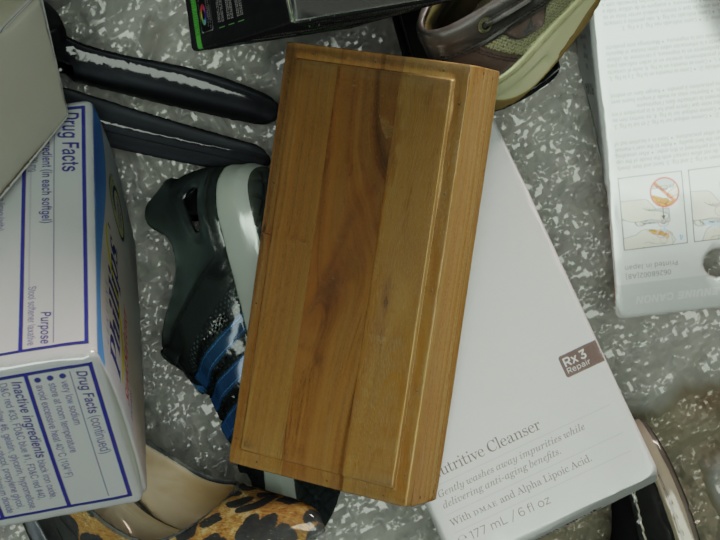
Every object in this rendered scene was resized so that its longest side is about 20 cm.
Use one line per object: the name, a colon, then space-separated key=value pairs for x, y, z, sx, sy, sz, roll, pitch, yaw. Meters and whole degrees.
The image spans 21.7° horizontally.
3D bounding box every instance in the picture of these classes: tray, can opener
tray: x=0.000 y=0.000 z=0.878 sx=0.098 sy=0.037 sz=0.202 roll=10 pitch=94 yaw=27
can opener: x=-0.137 y=-0.091 z=0.950 sx=0.198 sy=0.079 sz=0.064 roll=21 pitch=86 yaw=-12

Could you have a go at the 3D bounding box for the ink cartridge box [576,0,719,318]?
ink cartridge box: x=0.197 y=-0.086 z=0.969 sx=0.160 sy=0.050 sz=0.202 roll=-6 pitch=100 yaw=-2

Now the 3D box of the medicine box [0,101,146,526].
medicine box: x=-0.209 y=0.028 z=0.887 sx=0.198 sy=0.183 sz=0.104 roll=-9 pitch=133 yaw=-1

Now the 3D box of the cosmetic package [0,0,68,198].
cosmetic package: x=-0.251 y=-0.085 z=0.885 sx=0.198 sy=0.105 sz=0.072 roll=9 pitch=130 yaw=22

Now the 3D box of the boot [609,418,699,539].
boot: x=0.106 y=0.188 z=0.977 sx=0.149 sy=0.073 sz=0.202 roll=-11 pitch=101 yaw=-1

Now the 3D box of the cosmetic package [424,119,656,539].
cosmetic package: x=0.058 y=0.034 z=0.928 sx=0.112 sy=0.081 sz=0.201 roll=-27 pitch=79 yaw=4

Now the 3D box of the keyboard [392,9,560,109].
keyboard: x=0.056 y=-0.181 z=0.962 sx=0.103 sy=0.040 sz=0.202 roll=-14 pitch=87 yaw=7

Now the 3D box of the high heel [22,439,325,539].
high heel: x=-0.113 y=0.090 z=0.923 sx=0.199 sy=0.071 sz=0.144 roll=-13 pitch=102 yaw=38

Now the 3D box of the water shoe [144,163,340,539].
water shoe: x=-0.059 y=0.045 z=0.971 sx=0.078 sy=0.071 sz=0.202 roll=-4 pitch=98 yaw=27

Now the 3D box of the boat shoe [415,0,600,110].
boat shoe: x=0.100 y=-0.170 z=0.893 sx=0.073 sy=0.065 sz=0.201 roll=29 pitch=83 yaw=36

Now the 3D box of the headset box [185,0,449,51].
headset box: x=-0.031 y=-0.200 z=0.878 sx=0.092 sy=0.200 sz=0.176 roll=-11 pitch=97 yaw=-17
